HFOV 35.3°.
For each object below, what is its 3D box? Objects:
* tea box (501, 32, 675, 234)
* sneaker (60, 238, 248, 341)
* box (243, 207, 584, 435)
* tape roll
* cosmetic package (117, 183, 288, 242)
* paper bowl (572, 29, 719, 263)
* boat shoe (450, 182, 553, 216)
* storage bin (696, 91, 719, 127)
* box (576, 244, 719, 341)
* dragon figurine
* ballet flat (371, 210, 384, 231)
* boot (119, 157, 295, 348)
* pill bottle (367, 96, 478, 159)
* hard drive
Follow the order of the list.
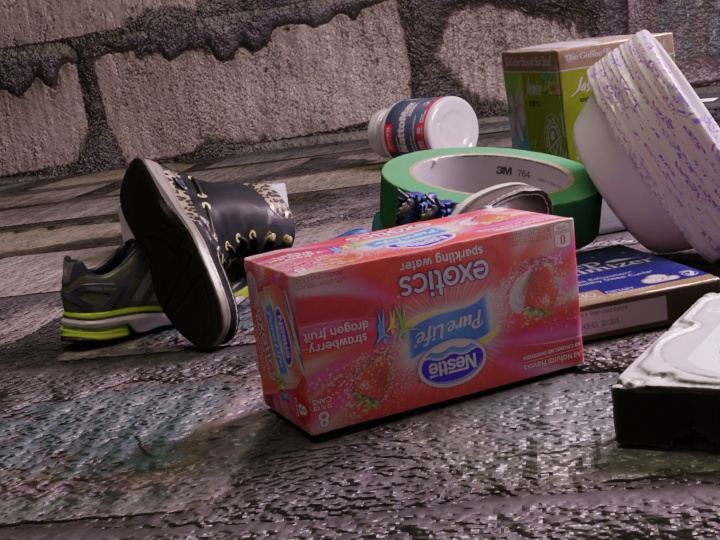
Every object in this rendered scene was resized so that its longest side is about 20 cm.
[{"bbox_3d":[0.254,-0.155,1.253,0.132,0.199,0.200,-9,10,-8],"label":"tea box"},{"bbox_3d":[-0.181,0.008,1.034,0.199,0.082,0.074,-15,13,-34],"label":"sneaker"},{"bbox_3d":[0.036,0.027,0.734,0.198,0.104,0.095,-11,12,-22],"label":"box"},{"bbox_3d":[0.117,-0.065,1.020,0.198,0.049,0.201,1,20,0],"label":"tape roll"},{"bbox_3d":[-0.198,-0.064,1.439,0.198,0.072,0.101,-1,13,29],"label":"cosmetic package"},{"bbox_3d":[0.260,-0.097,0.979,0.104,0.201,0.201,-35,0,22],"label":"paper bowl"},{"bbox_3d":[0.082,-0.004,0.855,0.201,0.072,0.060,-37,15,-26],"label":"boat shoe"},{"bbox_3d":[0.473,-0.189,1.547,0.134,0.095,0.200,-1,12,29],"label":"storage bin"},{"bbox_3d":[0.180,0.012,0.893,0.120,0.033,0.200,-10,10,-11],"label":"box"},{"bbox_3d":[0.000,0.000,0.889,0.199,0.100,0.059,-19,15,-24],"label":"dragon figurine"},{"bbox_3d":[0.071,-0.034,1.129,0.070,0.071,0.200,-11,11,-16],"label":"ballet flat"},{"bbox_3d":[-0.113,-0.017,1.003,0.153,0.074,0.204,5,42,-42],"label":"boot"},{"bbox_3d":[0.106,-0.248,2.036,0.119,0.121,0.199,-15,13,-34],"label":"pill bottle"},{"bbox_3d":[0.239,0.051,0.638,0.139,0.038,0.199,0,13,33],"label":"hard drive"}]
